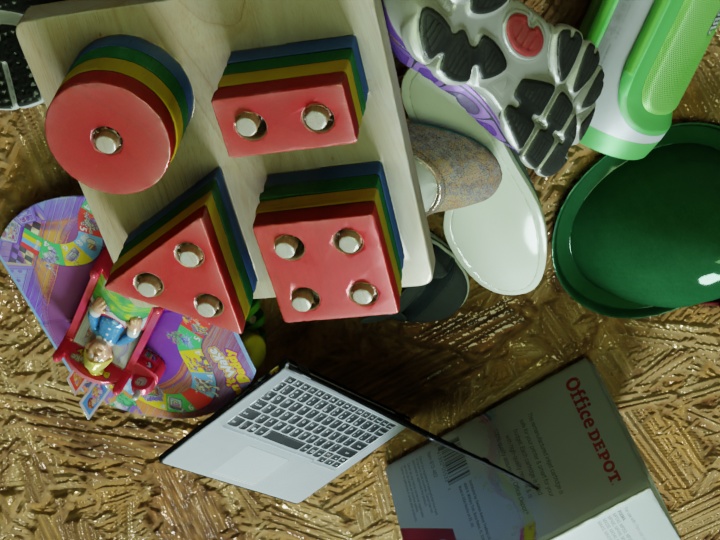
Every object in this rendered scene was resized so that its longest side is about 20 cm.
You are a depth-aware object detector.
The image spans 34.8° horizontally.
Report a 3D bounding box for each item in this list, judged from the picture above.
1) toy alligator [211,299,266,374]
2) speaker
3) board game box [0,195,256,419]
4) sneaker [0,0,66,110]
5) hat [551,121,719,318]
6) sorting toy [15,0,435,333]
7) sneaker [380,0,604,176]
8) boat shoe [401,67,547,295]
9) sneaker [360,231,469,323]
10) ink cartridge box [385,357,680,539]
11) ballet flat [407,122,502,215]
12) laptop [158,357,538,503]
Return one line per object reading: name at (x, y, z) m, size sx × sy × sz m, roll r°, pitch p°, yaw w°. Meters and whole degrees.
toy alligator at (-0.102, 0.007, 0.808) m, size 0.054 × 0.059 × 0.202 m, roll -43°, pitch 133°, yaw -33°
speaker at (0.190, -0.175, 0.718) m, size 0.087 × 0.089 × 0.202 m, roll 10°, pitch 122°, yaw -18°
board game box at (-0.165, 0.043, 0.783) m, size 0.155 × 0.039 × 0.202 m, roll -5°, pitch 127°, yaw 24°
sneaker at (-0.161, -0.139, 0.681) m, size 0.196 × 0.080 × 0.075 m, roll -4°, pitch 99°, yaw 13°
hat at (0.250, 0.007, 0.798) m, size 0.198 × 0.177 × 0.166 m, roll -33°, pitch 124°, yaw 12°
sorting toy at (-0.073, -0.050, 0.631) m, size 0.195 × 0.070 × 0.202 m, roll -5°, pitch 129°, yaw 13°
sneaker at (0.072, -0.127, 0.667) m, size 0.199 × 0.083 × 0.081 m, roll 34°, pitch 89°, yaw -44°
boat shoe at (0.085, -0.072, 0.779) m, size 0.072 × 0.062 × 0.202 m, roll -8°, pitch 128°, yaw 25°
sneaker at (0.000, 0.000, 0.806) m, size 0.198 × 0.080 × 0.079 m, roll 25°, pitch 116°, yaw -27°
ink cartridge box at (0.133, 0.186, 0.918) m, size 0.198 × 0.147 × 0.083 m, roll -29°, pitch 127°, yaw 10°
ballet flat at (-0.010, -0.061, 0.729) m, size 0.196 × 0.068 × 0.069 m, roll 11°, pitch 133°, yaw 8°
laptop at (-0.006, 0.149, 0.847) m, size 0.199 × 0.117 × 0.187 m, roll -37°, pitch 146°, yaw 15°
